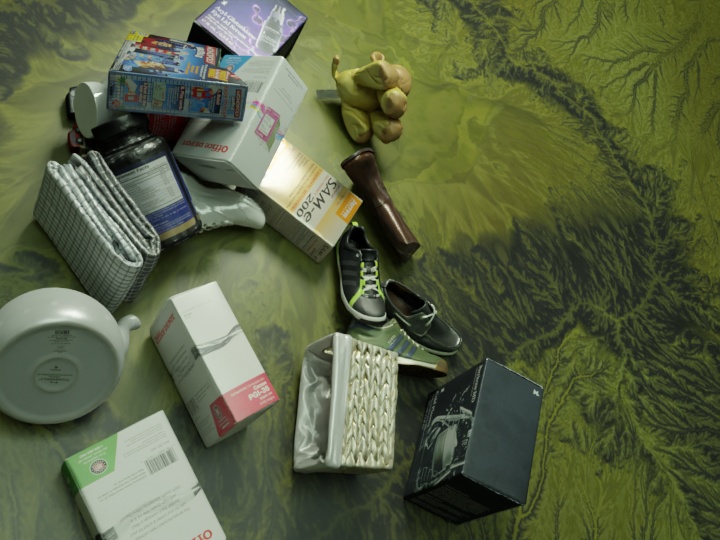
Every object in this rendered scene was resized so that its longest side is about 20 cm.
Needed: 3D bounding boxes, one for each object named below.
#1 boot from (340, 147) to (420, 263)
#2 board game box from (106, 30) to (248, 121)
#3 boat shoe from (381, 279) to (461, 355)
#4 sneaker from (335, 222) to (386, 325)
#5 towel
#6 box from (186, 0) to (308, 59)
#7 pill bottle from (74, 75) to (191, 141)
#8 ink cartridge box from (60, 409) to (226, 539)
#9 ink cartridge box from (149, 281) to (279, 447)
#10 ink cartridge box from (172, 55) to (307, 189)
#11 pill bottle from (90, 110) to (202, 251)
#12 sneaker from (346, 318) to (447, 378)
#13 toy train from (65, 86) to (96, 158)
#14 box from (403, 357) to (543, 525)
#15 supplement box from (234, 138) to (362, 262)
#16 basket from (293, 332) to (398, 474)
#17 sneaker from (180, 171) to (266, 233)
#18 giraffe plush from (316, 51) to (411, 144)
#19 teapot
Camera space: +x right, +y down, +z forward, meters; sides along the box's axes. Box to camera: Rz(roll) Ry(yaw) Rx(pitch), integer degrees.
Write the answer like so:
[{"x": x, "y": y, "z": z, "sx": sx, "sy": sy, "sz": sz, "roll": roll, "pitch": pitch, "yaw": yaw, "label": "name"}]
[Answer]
[{"x": 0.044, "y": -0.114, "z": 1.377, "sx": 0.063, "sy": 0.186, "sz": 0.203, "roll": -29, "pitch": 80, "yaw": 9, "label": "boot"}, {"x": -0.272, "y": -0.294, "z": 1.162, "sx": 0.196, "sy": 0.063, "sz": 0.201, "roll": 9, "pitch": 32, "yaw": -12, "label": "board game box"}, {"x": 0.107, "y": 0.086, "z": 1.364, "sx": 0.198, "sy": 0.068, "sz": 0.072, "roll": 35, "pitch": 53, "yaw": -11, "label": "boat shoe"}, {"x": 0.000, "y": 0.000, "z": 1.311, "sx": 0.070, "sy": 0.083, "sz": 0.202, "roll": -1, "pitch": 50, "yaw": -26, "label": "sneaker"}, {"x": -0.385, "y": -0.058, "z": 1.108, "sx": 0.085, "sy": 0.165, "sz": 0.201, "roll": -36, "pitch": 87, "yaw": -38, "label": "towel"}, {"x": -0.216, "y": -0.442, "z": 1.424, "sx": 0.147, "sy": 0.104, "sz": 0.201, "roll": 36, "pitch": 55, "yaw": -7, "label": "box"}, {"x": -0.359, "y": -0.266, "z": 1.238, "sx": 0.198, "sy": 0.112, "sz": 0.114, "roll": -14, "pitch": 73, "yaw": -43, "label": "pill bottle"}, {"x": -0.294, "y": 0.319, "z": 1.020, "sx": 0.145, "sy": 0.084, "sz": 0.202, "roll": -23, "pitch": 79, "yaw": -34, "label": "ink cartridge box"}, {"x": -0.220, "y": 0.139, "z": 1.110, "sx": 0.082, "sy": 0.146, "sz": 0.202, "roll": -23, "pitch": 79, "yaw": -35, "label": "ink cartridge box"}, {"x": -0.197, "y": -0.243, "z": 1.228, "sx": 0.085, "sy": 0.143, "sz": 0.203, "roll": 45, "pitch": 65, "yaw": -49, "label": "ink cartridge box"}, {"x": -0.328, "y": -0.135, "z": 1.147, "sx": 0.111, "sy": 0.111, "sz": 0.203, "roll": -32, "pitch": 108, "yaw": -36, "label": "pill bottle"}, {"x": 0.065, "y": 0.128, "z": 1.318, "sx": 0.197, "sy": 0.067, "sz": 0.092, "roll": 12, "pitch": 66, "yaw": -19, "label": "sneaker"}, {"x": -0.454, "y": -0.213, "z": 1.226, "sx": 0.045, "sy": 0.034, "sz": 0.204, "roll": -4, "pitch": 68, "yaw": -26, "label": "toy train"}, {"x": 0.184, "y": 0.283, "z": 1.228, "sx": 0.122, "sy": 0.197, "sz": 0.203, "roll": 28, "pitch": 56, "yaw": -13, "label": "box"}, {"x": -0.111, "y": -0.130, "z": 1.346, "sx": 0.199, "sy": 0.073, "sz": 0.127, "roll": 37, "pitch": 55, "yaw": -8, "label": "supplement box"}, {"x": -0.020, "y": 0.216, "z": 1.178, "sx": 0.121, "sy": 0.135, "sz": 0.204, "roll": 13, "pitch": 68, "yaw": -25, "label": "basket"}, {"x": -0.256, "y": -0.099, "z": 1.266, "sx": 0.196, "sy": 0.074, "sz": 0.089, "roll": 16, "pitch": 71, "yaw": -13, "label": "sneaker"}, {"x": 0.036, "y": -0.359, "z": 1.512, "sx": 0.198, "sy": 0.175, "sz": 0.161, "roll": 25, "pitch": 37, "yaw": 27, "label": "giraffe plush"}, {"x": -0.424, "y": 0.098, "z": 1.023, "sx": 0.196, "sy": 0.201, "sz": 0.146, "roll": -36, "pitch": 42, "yaw": -4, "label": "teapot"}]
